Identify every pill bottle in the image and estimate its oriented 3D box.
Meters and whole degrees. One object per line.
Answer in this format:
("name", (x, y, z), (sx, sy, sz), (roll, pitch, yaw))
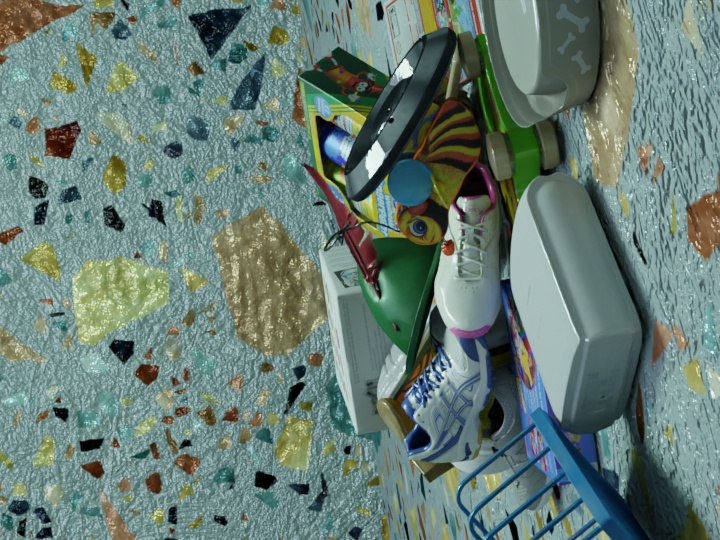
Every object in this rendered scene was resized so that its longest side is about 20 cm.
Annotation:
("pill bottle", (0.143, 0.134, 1.646), (0.114, 0.113, 0.201), (-112, 13, -60))

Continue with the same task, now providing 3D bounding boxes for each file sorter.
("file sorter", (0.181, 0.246, 1.221), (0.139, 0.123, 0.200), (46, -174, -22))

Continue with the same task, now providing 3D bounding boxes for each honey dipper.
("honey dipper", (0.092, -0.150, 1.524), (0.038, 0.038, 0.201), (156, 125, -83))

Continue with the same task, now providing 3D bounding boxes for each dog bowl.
("dog bowl", (0.157, -0.229, 1.222), (0.200, 0.058, 0.202), (169, 90, -83))

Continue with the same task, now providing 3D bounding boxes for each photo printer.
("photo printer", (0.189, 0.023, 1.269), (0.167, 0.069, 0.201), (89, 169, -53))

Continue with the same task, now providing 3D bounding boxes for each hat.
("hat", (0.000, 0.000, 1.589), (0.166, 0.175, 0.201), (-18, -57, -84))

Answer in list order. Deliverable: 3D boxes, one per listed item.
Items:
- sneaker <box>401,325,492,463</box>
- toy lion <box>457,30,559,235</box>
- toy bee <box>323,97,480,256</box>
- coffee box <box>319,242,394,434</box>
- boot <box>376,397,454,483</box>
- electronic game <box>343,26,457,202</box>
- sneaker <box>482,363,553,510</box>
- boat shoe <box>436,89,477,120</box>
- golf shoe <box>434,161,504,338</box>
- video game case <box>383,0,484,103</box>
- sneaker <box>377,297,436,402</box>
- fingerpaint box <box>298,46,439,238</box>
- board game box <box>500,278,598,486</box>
("sneaker", (0.092, 0.136, 1.533), (0.075, 0.088, 0.201), (-115, 23, -56))
("toy lion", (0.155, -0.124, 1.427), (0.192, 0.068, 0.201), (76, -179, -62))
("toy bee", (0.071, -0.074, 1.435), (0.200, 0.109, 0.131), (-47, 8, 33))
("coffee box", (0.063, 0.077, 1.875), (0.198, 0.199, 0.201), (-115, 16, -69))
("boot", (0.109, 0.176, 1.749), (0.071, 0.144, 0.201), (46, 172, 39))
("electronic game", (0.041, -0.159, 1.421), (0.201, 0.041, 0.200), (-57, 11, 18))
("sneaker", (0.175, 0.187, 1.585), (0.075, 0.081, 0.201), (-113, 15, -64))
("boat shoe", (0.099, -0.194, 1.721), (0.201, 0.073, 0.064), (94, 162, -84))
("golf shoe", (0.114, -0.026, 1.476), (0.092, 0.075, 0.201), (77, -166, -55))
("video game case", (0.090, -0.274, 1.595), (0.200, 0.017, 0.144), (-23, 76, 62))
("sneaker", (0.108, 0.105, 1.744), (0.201, 0.112, 0.078), (-58, 20, 16))
("fingerpaint box", (0.016, -0.136, 1.635), (0.167, 0.073, 0.201), (35, 151, 30))
("board game box", (0.196, 0.110, 1.451), (0.134, 0.044, 0.201), (-148, 48, -82))
